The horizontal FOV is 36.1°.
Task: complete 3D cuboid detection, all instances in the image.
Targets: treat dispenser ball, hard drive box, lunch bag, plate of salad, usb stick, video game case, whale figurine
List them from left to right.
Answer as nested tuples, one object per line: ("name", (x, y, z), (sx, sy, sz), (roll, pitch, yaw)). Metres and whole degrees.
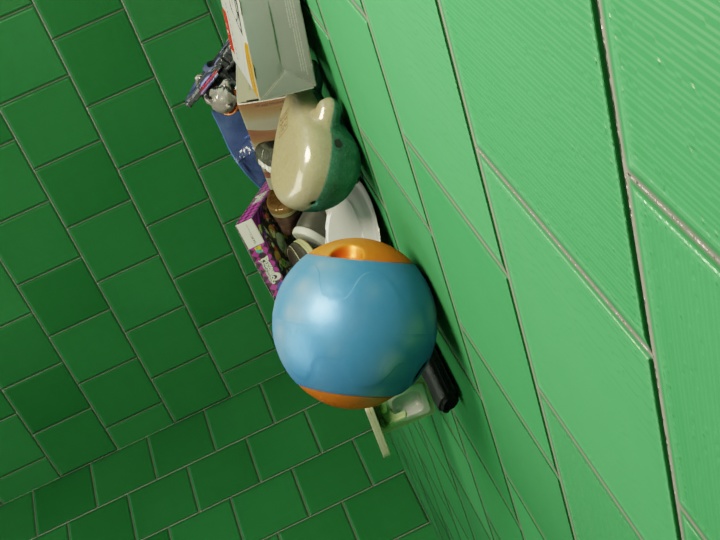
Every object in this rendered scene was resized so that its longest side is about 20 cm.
("hard drive box", (-0.126, -0.323, 1.405), (0.200, 0.076, 0.158), (-122, 19, -62))
("lunch bag", (-0.162, -0.246, 1.945), (0.136, 0.132, 0.201), (47, -169, -49))
("video game case", (-0.122, -0.037, 1.778), (0.183, 0.035, 0.201), (63, -160, -17))
("whale figurine", (-0.055, -0.172, 1.441), (0.159, 0.102, 0.203), (-45, 42, 50))
("treat dispenser ball", (-0.006, 0.063, 1.322), (0.201, 0.198, 0.203), (156, 90, -85))
("plate of salad", (-0.004, -0.034, 1.570), (0.200, 0.047, 0.204), (174, 90, -68))
("usb stick", (0.083, 0.101, 1.520), (0.056, 0.032, 0.202), (83, 164, -61))

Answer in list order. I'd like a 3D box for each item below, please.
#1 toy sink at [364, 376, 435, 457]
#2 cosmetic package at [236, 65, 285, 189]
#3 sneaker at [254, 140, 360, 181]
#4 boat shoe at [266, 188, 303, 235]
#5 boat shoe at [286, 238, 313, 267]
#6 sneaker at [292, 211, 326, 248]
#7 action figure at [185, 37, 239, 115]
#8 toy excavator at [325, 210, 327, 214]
("toy sink", (0.050, 0.182, 1.828), (0.201, 0.111, 0.132), (-112, 1, -52))
("cosmetic package", (-0.115, -0.221, 1.661), (0.201, 0.102, 0.088), (70, -168, -55))
("sneaker", (-0.080, -0.176, 1.554), (0.198, 0.066, 0.092), (18, 127, 44))
("boat shoe", (-0.098, -0.135, 1.784), (0.201, 0.071, 0.073), (-76, -26, -48))
("boat shoe", (-0.078, 0.029, 1.655), (0.201, 0.064, 0.074), (-122, 17, -44))
("sneaker", (-0.021, -0.063, 1.769), (0.070, 0.101, 0.199), (9, 163, 42))
("action figure", (-0.175, -0.313, 1.705), (0.104, 0.195, 0.200), (39, 137, -12))
("toy excavator", (0.000, 0.000, 1.677), (0.195, 0.099, 0.202), (55, 148, 33))
